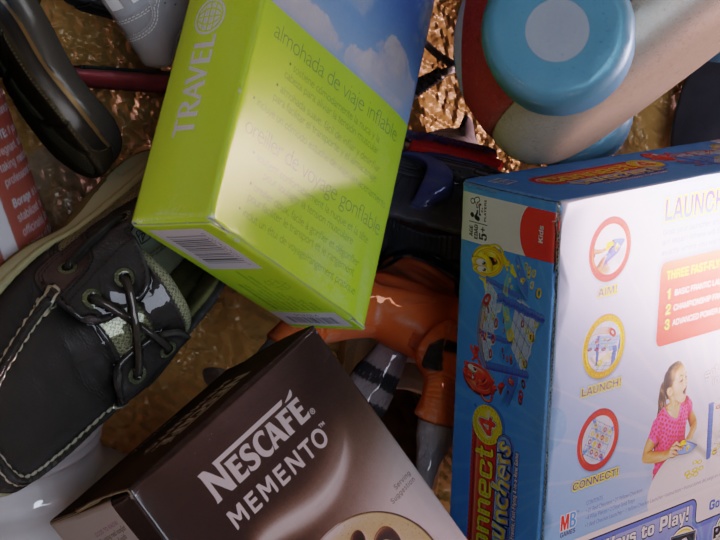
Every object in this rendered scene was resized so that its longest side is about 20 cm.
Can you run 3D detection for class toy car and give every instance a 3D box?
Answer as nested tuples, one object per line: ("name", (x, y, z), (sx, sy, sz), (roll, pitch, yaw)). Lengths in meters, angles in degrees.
("toy car", (0.087, -0.169, 0.715), (0.176, 0.184, 0.201), (-36, 80, 5))

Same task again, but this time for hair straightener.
("hair straightener", (-0.046, -0.119, 0.782), (0.199, 0.041, 0.078), (4, 94, -18))

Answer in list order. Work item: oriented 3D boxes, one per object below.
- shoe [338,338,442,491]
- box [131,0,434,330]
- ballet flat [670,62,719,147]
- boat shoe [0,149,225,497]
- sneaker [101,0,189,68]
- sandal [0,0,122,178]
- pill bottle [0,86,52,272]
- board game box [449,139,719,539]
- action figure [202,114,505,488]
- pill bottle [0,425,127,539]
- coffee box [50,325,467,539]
("shoe", (0.021, 0.081, 0.830), (0.070, 0.053, 0.201), (11, 90, -25))
("box", (-0.023, -0.089, 0.689), (0.122, 0.047, 0.201), (36, 60, -51))
("ballet flat", (0.238, -0.135, 0.890), (0.073, 0.073, 0.201), (34, 83, -23))
("boat shoe", (-0.100, 0.012, 0.666), (0.072, 0.066, 0.201), (64, 36, -26))
("sneaker", (-0.053, -0.160, 0.747), (0.200, 0.075, 0.116), (-47, 120, -34))
("sandal", (-0.154, -0.135, 0.704), (0.054, 0.082, 0.201), (-36, 96, -16))
("pill bottle", (-0.198, -0.039, 0.691), (0.112, 0.112, 0.201), (-22, 104, -19))
("board game box", (0.129, 0.048, 0.741), (0.199, 0.056, 0.197), (-10, 108, -41))
("action figure", (0.000, 0.000, 0.780), (0.194, 0.199, 0.105), (-58, 159, -30))
("pill bottle", (-0.134, 0.151, 0.734), (0.104, 0.104, 0.201), (-18, 110, -20))
("coffee box", (-0.015, 0.140, 0.657), (0.113, 0.080, 0.200), (-41, 99, -36))
